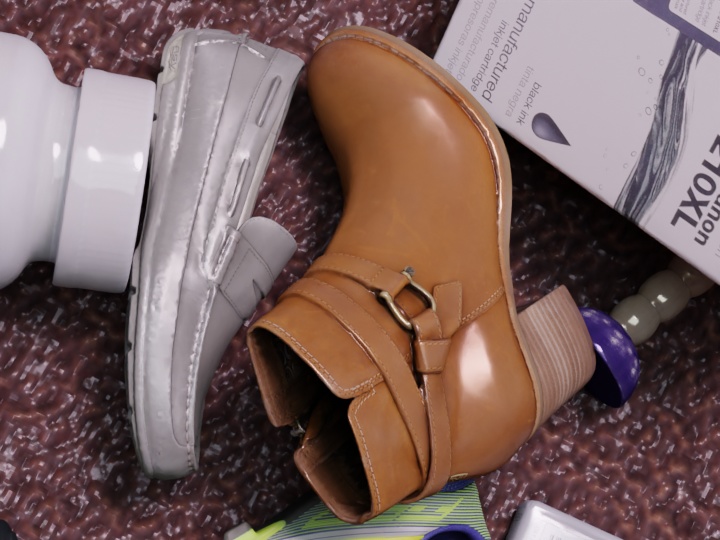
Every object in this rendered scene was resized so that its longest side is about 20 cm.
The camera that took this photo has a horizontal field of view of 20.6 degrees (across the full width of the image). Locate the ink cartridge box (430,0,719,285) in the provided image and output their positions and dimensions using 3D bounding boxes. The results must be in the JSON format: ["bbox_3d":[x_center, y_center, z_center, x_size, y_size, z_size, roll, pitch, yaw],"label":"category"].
[{"bbox_3d":[0.148,-0.095,0.835,0.200,0.145,0.084,38,31,23],"label":"ink cartridge box"}]

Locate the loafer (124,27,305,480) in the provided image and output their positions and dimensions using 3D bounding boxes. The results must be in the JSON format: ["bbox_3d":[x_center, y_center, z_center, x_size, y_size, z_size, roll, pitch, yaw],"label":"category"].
[{"bbox_3d":[-0.062,-0.008,0.858,0.069,0.070,0.201,7,77,-3],"label":"loafer"}]

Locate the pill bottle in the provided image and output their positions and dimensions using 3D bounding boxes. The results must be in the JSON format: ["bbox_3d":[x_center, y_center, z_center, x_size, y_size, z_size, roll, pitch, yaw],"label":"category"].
[{"bbox_3d":[-0.190,-0.050,0.822,0.199,0.110,0.110,9,79,-9],"label":"pill bottle"}]

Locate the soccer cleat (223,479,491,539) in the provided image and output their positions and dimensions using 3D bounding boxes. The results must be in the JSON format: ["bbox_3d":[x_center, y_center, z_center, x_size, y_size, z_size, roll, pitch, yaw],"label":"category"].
[{"bbox_3d":[-0.031,0.142,0.841,0.200,0.065,0.084,-34,90,-14],"label":"soccer cleat"}]

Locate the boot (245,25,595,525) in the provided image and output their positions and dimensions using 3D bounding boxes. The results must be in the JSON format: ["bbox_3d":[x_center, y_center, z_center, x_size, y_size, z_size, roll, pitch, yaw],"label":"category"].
[{"bbox_3d":[0.000,0.000,0.832,0.155,0.077,0.201,-27,89,-43],"label":"boot"}]

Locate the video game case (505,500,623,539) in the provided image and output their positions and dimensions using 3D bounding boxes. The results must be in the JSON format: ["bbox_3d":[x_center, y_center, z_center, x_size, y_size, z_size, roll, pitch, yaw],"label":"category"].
[{"bbox_3d":[0.128,0.225,0.876,0.199,0.024,0.183,25,77,-6],"label":"video game case"}]

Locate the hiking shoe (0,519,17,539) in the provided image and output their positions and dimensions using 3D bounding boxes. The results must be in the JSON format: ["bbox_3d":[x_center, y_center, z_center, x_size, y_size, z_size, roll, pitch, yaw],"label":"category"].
[{"bbox_3d":[-0.238,0.105,0.803,0.198,0.074,0.087,-3,81,-11],"label":"hiking shoe"}]

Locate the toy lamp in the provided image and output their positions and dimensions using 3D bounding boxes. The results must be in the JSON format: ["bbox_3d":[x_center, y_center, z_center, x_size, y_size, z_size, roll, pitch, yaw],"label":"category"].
[{"bbox_3d":[0.175,-0.020,0.911,0.200,0.058,0.058,-38,88,-15],"label":"toy lamp"}]
